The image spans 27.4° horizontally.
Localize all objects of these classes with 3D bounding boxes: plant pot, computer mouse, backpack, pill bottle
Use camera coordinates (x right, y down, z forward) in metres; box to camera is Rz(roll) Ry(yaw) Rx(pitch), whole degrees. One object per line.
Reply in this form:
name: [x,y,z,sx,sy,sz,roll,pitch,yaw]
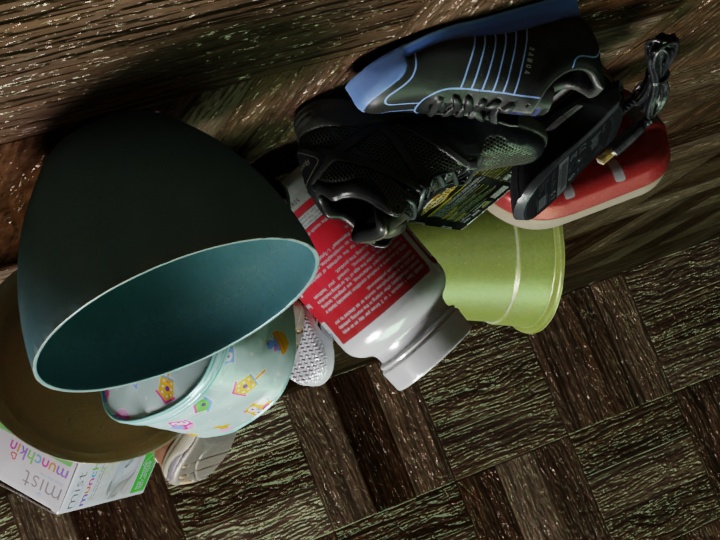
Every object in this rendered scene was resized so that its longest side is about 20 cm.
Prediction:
plant pot: [-0.221,0.073,1.235,0.199,0.201,0.028,-18,157,-24]
plant pot: [-0.145,-0.025,0.986,0.199,0.135,0.200,-23,161,-8]
plant pot: [0.090,-0.023,1.587,0.189,0.201,0.200,-5,166,-19]
computer mouse: [0.188,-0.115,1.254,0.200,0.046,0.140,-46,162,-6]
backpack: [-0.140,0.027,1.158,0.175,0.201,0.153,-26,156,36]
pill bottle: [0.000,0.000,1.269,0.112,0.200,0.112,-40,-179,1]

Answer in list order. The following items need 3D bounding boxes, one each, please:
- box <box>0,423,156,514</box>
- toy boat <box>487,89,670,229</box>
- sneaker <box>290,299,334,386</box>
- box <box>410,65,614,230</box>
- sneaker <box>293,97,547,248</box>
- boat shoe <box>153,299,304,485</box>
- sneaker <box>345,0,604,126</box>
box: [-0.314,0.144,1.435,0.097,0.199,0.176,-66,162,6]
toy boat: [0.194,-0.129,1.402,0.199,0.131,0.131,-21,142,-10]
sneaker: [-0.035,0.028,1.370,0.114,0.200,0.075,7,128,-31]
box: [0.122,-0.116,1.276,0.200,0.049,0.160,-40,163,17]
sneaker: [0.051,-0.071,1.140,0.198,0.115,0.076,-1,159,-15]
boat shoe: [-0.125,0.093,1.290,0.200,0.072,0.076,-53,149,11]
sneaker: [0.091,-0.141,1.099,0.199,0.078,0.070,-20,172,-15]
